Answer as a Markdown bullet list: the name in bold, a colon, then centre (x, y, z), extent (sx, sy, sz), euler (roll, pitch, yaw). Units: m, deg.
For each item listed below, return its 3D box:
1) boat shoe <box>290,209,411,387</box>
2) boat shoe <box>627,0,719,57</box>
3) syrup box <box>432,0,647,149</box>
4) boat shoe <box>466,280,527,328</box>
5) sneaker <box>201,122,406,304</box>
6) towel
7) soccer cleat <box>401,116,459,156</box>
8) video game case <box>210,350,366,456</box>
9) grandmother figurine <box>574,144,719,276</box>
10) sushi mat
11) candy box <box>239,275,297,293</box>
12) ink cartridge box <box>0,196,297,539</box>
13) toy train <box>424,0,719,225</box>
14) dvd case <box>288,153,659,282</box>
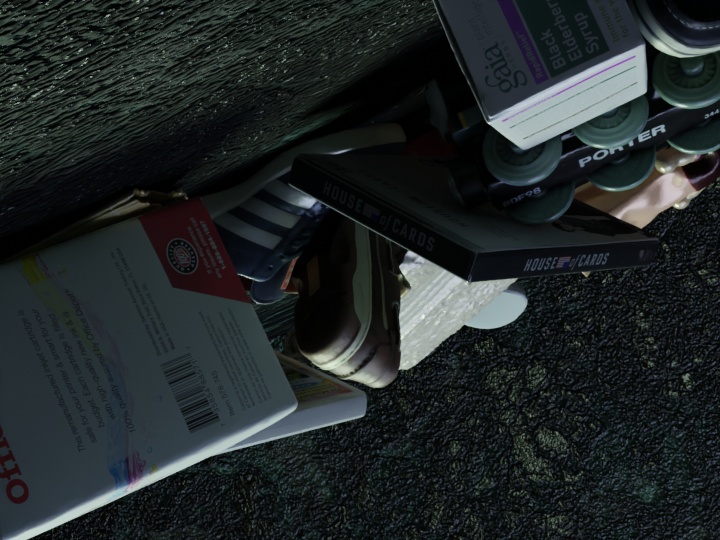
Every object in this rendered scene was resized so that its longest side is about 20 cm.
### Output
- **boat shoe**: centre (-0.004, 0.004, 1.096), extent (0.075, 0.075, 0.202), euler (-37, -148, 31)
- **boat shoe**: centre (0.212, -0.175, 0.787), extent (0.200, 0.075, 0.062), euler (-34, 177, -20)
- **syrup box**: centre (0.092, -0.117, 0.786), extent (0.081, 0.079, 0.200), euler (-25, 176, 9)
- **boat shoe**: centre (0.061, -0.009, 1.262), extent (0.070, 0.066, 0.200), euler (-41, 144, 27)
- **sneaker**: centre (-0.050, -0.028, 1.060), extent (0.200, 0.085, 0.075), euler (-26, 176, 11)
- **towel**: centre (0.049, 0.012, 1.187), extent (0.133, 0.034, 0.200), euler (10, 136, -43)
- **soccer cleat**: centre (0.047, -0.066, 1.242), extent (0.067, 0.076, 0.200), euler (-25, 176, -7)
- **video game case**: centre (-0.128, 0.094, 1.172), extent (0.200, 0.024, 0.182), euler (-11, -161, -35)
- **grandmother figurine**: centre (0.224, -0.073, 1.112), extent (0.200, 0.061, 0.121), euler (-35, 174, 9)
- **sushi mat**: centre (-0.205, -0.001, 0.972), extent (0.200, 0.012, 0.096), euler (-26, 176, 11)
- **candy box**: centre (-0.011, -0.023, 1.315), extent (0.117, 0.056, 0.200), euler (2, -168, 31)
- **ink cartridge box**: centre (-0.173, 0.069, 0.948), extent (0.200, 0.145, 0.145), euler (-21, 174, -32)
- **toy train**: centre (0.136, -0.108, 0.937), extent (0.200, 0.114, 0.085), euler (-24, 153, 6)
- **dvd case**: centre (0.074, -0.036, 0.994), extent (0.200, 0.150, 0.025), euler (-5, 117, -49)
